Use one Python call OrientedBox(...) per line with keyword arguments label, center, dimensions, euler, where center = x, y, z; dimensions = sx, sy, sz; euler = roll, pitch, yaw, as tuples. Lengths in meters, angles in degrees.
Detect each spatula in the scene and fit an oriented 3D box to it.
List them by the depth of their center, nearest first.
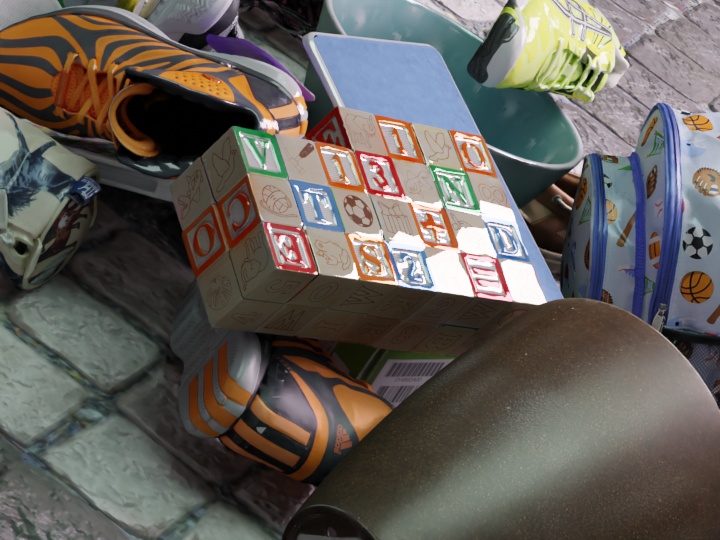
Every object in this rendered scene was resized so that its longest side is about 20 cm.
OrientedBox(label="spatula", center=(-0.107, -0.112, 1.512), dimensions=(0.057, 0.199, 0.021), euler=(43, 57, -33))

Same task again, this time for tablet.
OrientedBox(label="tablet", center=(0.044, -0.054, 1.502), dimensions=(0.130, 0.014, 0.201), euler=(0, 58, -51))

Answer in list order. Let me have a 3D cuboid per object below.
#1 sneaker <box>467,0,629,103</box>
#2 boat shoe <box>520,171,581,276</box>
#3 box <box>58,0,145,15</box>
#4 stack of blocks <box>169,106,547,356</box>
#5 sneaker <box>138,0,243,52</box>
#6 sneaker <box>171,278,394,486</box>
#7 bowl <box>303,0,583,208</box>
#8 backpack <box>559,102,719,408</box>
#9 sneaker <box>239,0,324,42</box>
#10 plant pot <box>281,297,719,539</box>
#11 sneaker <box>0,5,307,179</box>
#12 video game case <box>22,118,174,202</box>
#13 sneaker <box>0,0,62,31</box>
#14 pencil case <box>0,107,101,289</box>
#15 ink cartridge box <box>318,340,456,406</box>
OrientedBox(label="sneaker", center=(0.132, -0.151, 1.694), dimensions=(0.076, 0.076, 0.200), euler=(38, 23, 10))
OrientedBox(label="boat shoe", center=(0.178, -0.030, 1.766), dimensions=(0.199, 0.072, 0.076), euler=(9, 35, -38))
OrientedBox(label="box", center=(-0.143, -0.218, 1.602), dimensions=(0.048, 0.201, 0.117), euler=(31, 26, -2))
OrientedBox(label="stack of blocks", center=(-0.003, -0.024, 1.358), dimensions=(0.199, 0.059, 0.116), euler=(8, 53, -43))
OrientedBox(label="sneaker", center=(-0.084, -0.131, 1.576), dimensions=(0.114, 0.076, 0.200), euler=(35, -16, -11))
OrientedBox(label="sneaker", center=(-0.041, 0.054, 1.396), dimensions=(0.112, 0.078, 0.200), euler=(34, 27, -20))
OrientedBox(label="bowl", center=(0.036, -0.090, 1.671), dimensions=(0.200, 0.105, 0.201), euler=(30, 22, -13))
OrientedBox(label="backpack", center=(0.206, -0.011, 1.637), dimensions=(0.153, 0.191, 0.200), euler=(8, 32, -11))
OrientedBox(label="sneaker", center=(-0.052, -0.201, 1.815), dimensions=(0.200, 0.081, 0.075), euler=(36, 41, 24))
OrientedBox(label="plant pot", center=(0.060, 0.130, 1.289), dimensions=(0.199, 0.187, 0.187), euler=(-19, 55, -40))
OrientedBox(label="sneaker", center=(-0.135, -0.101, 1.407), dimensions=(0.199, 0.078, 0.112), euler=(10, 12, 16))
OrientedBox(label="video game case", center=(-0.107, -0.065, 1.484), dimensions=(0.199, 0.018, 0.143), euler=(15, 14, 35))
OrientedBox(label="sneaker", center=(-0.258, -0.151, 1.507), dimensions=(0.115, 0.074, 0.200), euler=(10, -10, 24))
OrientedBox(label="pencil case", center=(-0.238, -0.072, 1.393), dimensions=(0.199, 0.078, 0.089), euler=(33, 12, 2))
OrientedBox(label="ink cartridge box", center=(0.000, 0.000, 1.525), dimensions=(0.147, 0.076, 0.200), euler=(2, 41, -45))
